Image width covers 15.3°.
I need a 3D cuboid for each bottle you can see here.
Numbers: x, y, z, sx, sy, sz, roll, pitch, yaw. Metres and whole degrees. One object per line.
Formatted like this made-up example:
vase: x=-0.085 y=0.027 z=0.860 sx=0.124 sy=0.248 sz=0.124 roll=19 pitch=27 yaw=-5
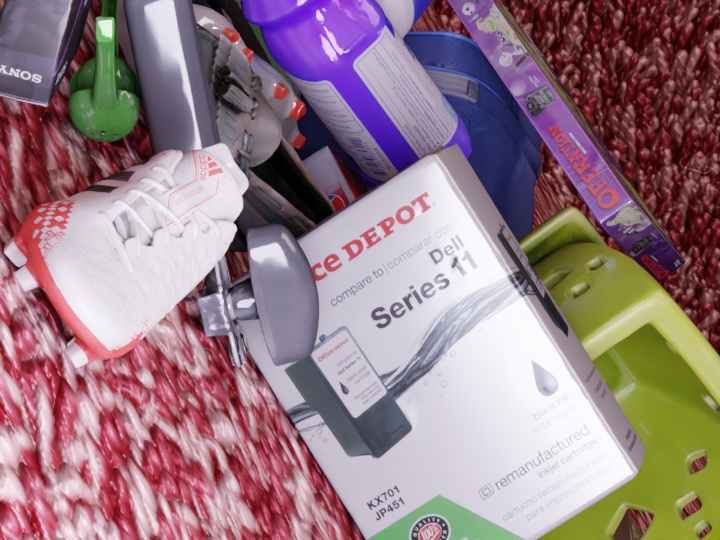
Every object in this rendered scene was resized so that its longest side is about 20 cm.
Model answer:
bottle: x=-0.014 y=-0.129 z=1.534 sx=0.200 sy=0.065 sz=0.083 roll=52 pitch=-10 yaw=-31

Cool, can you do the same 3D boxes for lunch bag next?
lunch bag: x=0.041 y=-0.076 z=1.743 sx=0.200 sy=0.135 sz=0.133 roll=41 pitch=54 yaw=-63

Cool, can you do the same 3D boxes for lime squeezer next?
lime squeezer: x=-0.130 y=-0.103 z=1.337 sx=0.200 sy=0.037 sz=0.071 roll=-105 pitch=-178 yaw=-76

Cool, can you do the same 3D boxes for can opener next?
can opener: x=-0.066 y=-0.049 z=1.319 sx=0.053 sy=0.066 sz=0.202 roll=-100 pitch=179 yaw=-76

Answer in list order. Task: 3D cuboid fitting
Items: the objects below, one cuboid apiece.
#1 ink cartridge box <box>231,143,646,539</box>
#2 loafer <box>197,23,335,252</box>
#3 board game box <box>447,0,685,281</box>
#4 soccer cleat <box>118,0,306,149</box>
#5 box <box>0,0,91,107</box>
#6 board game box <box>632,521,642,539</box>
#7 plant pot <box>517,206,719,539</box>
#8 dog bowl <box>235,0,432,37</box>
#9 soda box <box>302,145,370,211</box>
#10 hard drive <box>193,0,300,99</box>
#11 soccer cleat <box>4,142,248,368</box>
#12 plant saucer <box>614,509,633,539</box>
ink cartridge box: x=0.038 y=0.054 z=1.413 sx=0.201 sy=0.146 sz=0.083 roll=57 pitch=10 yaw=1
loafer: x=-0.060 y=-0.073 z=1.423 sx=0.200 sy=0.062 sz=0.072 roll=64 pitch=34 yaw=-60
board game box: x=0.124 y=-0.091 z=1.655 sx=0.201 sy=0.032 sz=0.120 roll=58 pitch=5 yaw=28
soccer cleat: x=-0.086 y=-0.104 z=1.533 sx=0.077 sy=0.070 sz=0.200 roll=27 pitch=-12 yaw=22
box: x=-0.127 y=-0.187 z=1.245 sx=0.036 sy=0.201 sz=0.143 roll=17 pitch=16 yaw=-4
board game box: x=0.177 y=0.169 z=2.107 sx=0.201 sy=0.032 sz=0.120 roll=57 pitch=11 yaw=-6
plant pot: x=0.121 y=0.093 z=1.595 sx=0.199 sy=0.199 sz=0.182 roll=51 pitch=5 yaw=-30
dog bowl: x=-0.037 y=-0.219 z=1.607 sx=0.200 sy=0.079 sz=0.200 roll=36 pitch=-17 yaw=13
soda box: x=0.000 y=0.000 z=1.625 sx=0.064 sy=0.070 sz=0.200 roll=62 pitch=9 yaw=27
hard drive: x=-0.103 y=-0.171 z=1.749 sx=0.200 sy=0.038 sz=0.140 roll=49 pitch=13 yaw=-42
soccer cleat: x=-0.092 y=-0.015 z=1.130 sx=0.069 sy=0.085 sz=0.200 roll=57 pitch=9 yaw=-5
plant saucer: x=0.155 y=0.175 z=1.813 sx=0.200 sy=0.029 sz=0.202 roll=-10 pitch=90 yaw=-75
